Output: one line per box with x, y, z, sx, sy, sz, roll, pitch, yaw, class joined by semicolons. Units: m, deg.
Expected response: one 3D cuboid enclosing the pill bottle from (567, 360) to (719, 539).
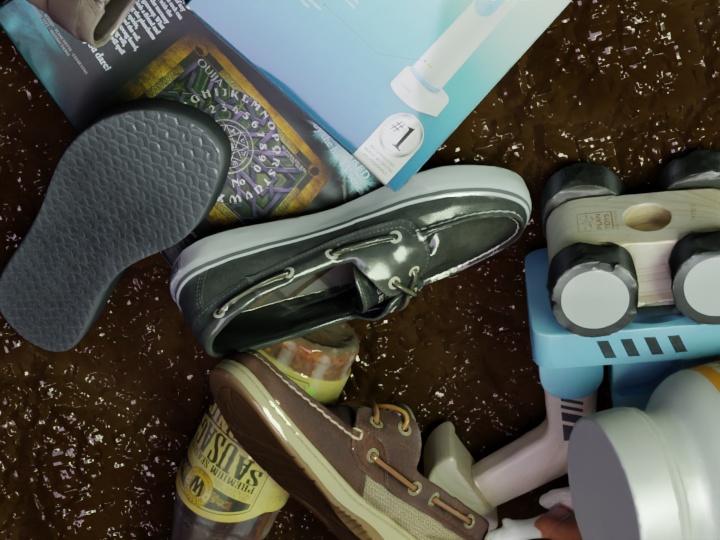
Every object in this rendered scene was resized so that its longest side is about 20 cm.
0.215;0.098;1.394;0.198;0.116;0.117;-12;116;-16;pill bottle

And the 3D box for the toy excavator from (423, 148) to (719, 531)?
0.125;0.051;1.464;0.193;0.100;0.201;-5;123;3;toy excavator

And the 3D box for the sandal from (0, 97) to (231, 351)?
-0.132;-0.032;1.419;0.076;0.043;0.200;44;134;-5;sandal

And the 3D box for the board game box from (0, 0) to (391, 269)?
-0.083;-0.094;1.422;0.135;0.028;0.201;-30;111;12;board game box

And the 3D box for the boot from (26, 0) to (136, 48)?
-0.118;-0.213;1.315;0.147;0.070;0.200;52;126;12;boot

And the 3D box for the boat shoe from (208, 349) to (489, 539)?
0.000;0.098;1.441;0.200;0.072;0.072;46;73;-27;boat shoe

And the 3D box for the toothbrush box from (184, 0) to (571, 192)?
0.027;-0.166;1.344;0.146;0.085;0.200;39;99;-17;toothbrush box

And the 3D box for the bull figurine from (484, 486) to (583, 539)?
0.108;0.202;1.443;0.121;0.201;0.065;9;152;40;bull figurine

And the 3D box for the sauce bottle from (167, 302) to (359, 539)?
-0.066;0.111;1.496;0.066;0.066;0.201;20;111;-10;sauce bottle

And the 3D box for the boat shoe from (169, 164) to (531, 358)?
0.000;0.000;1.428;0.198;0.057;0.069;-15;143;-9;boat shoe
